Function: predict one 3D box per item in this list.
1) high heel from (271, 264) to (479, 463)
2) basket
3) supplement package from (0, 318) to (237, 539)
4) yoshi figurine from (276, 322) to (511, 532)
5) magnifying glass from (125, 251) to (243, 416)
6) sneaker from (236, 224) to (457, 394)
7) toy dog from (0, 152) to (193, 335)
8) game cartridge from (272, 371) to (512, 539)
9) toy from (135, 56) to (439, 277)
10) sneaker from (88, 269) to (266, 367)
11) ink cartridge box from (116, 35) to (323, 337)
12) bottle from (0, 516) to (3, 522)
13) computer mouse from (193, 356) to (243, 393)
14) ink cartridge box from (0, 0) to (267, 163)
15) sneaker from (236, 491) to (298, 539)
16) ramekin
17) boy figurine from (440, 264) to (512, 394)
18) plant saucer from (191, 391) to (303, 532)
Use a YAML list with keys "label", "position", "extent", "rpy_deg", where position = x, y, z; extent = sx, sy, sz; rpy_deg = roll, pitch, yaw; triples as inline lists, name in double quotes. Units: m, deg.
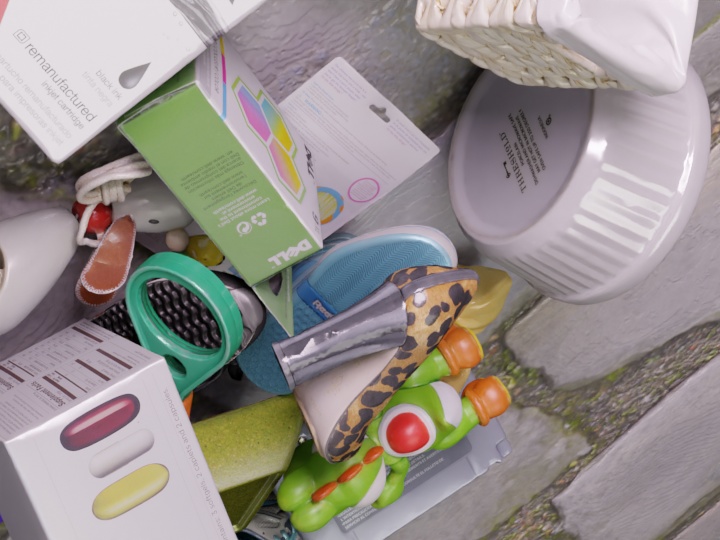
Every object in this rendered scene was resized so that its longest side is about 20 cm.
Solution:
- label: "high heel"
  position: [0.023, 0.067, 1.069]
  extent: [0.141, 0.072, 0.200]
  rpy_deg: [-25, 155, -4]
- label: "basket"
  position: [0.126, -0.217, 0.941]
  extent: [0.135, 0.123, 0.202]
  rpy_deg: [18, 79, -46]
- label: "supplement package"
  position: [-0.163, 0.155, 1.002]
  extent: [0.110, 0.155, 0.202]
  rpy_deg: [-28, 109, -22]
- label: "yoshi figurine"
  position: [0.012, 0.128, 1.219]
  extent: [0.199, 0.112, 0.112]
  rpy_deg: [-35, 147, -18]
- label: "magnifying glass"
  position: [-0.120, 0.064, 1.013]
  extent: [0.022, 0.079, 0.201]
  rpy_deg: [-51, 164, -38]
- label: "sneaker"
  position: [0.000, 0.000, 1.137]
  extent: [0.199, 0.131, 0.080]
  rpy_deg: [-30, 107, 33]
- label: "toy dog"
  position: [-0.194, 0.006, 1.003]
  extent: [0.198, 0.097, 0.132]
  rpy_deg: [-22, 178, 3]
- label: "game cartridge"
  position: [0.019, 0.151, 1.335]
  extent: [0.199, 0.040, 0.134]
  rpy_deg: [-31, 105, -10]
- label: "toy"
  position: [-0.058, -0.067, 1.090]
  extent: [0.199, 0.047, 0.115]
  rpy_deg: [-38, 131, 17]
- label: "sneaker"
  position: [-0.124, 0.031, 1.080]
  extent: [0.199, 0.070, 0.090]
  rpy_deg: [-21, -168, 43]
- label: "ink cartridge box"
  position: [-0.073, -0.063, 0.991]
  extent: [0.059, 0.104, 0.200]
  rpy_deg: [-27, 126, 15]
- label: "bottle"
  position: [-0.318, 0.162, 1.133]
  extent: [0.198, 0.065, 0.084]
  rpy_deg: [-3, 132, -34]
- label: "computer mouse"
  position: [-0.148, 0.111, 1.206]
  extent: [0.140, 0.046, 0.200]
  rpy_deg: [-38, 162, -12]
- label: "ink cartridge box"
  position: [-0.137, -0.182, 0.854]
  extent: [0.199, 0.084, 0.145]
  rpy_deg: [-37, 124, 3]
- label: "sneaker"
  position: [-0.084, 0.224, 1.357]
  extent: [0.198, 0.087, 0.078]
  rpy_deg: [-3, 134, -34]
- label: "ramekin"
  position: [0.146, -0.083, 1.117]
  extent: [0.094, 0.203, 0.203]
  rpy_deg: [18, 120, -33]
- label: "boy figurine"
  position: [0.038, 0.061, 1.277]
  extent: [0.200, 0.064, 0.124]
  rpy_deg: [-44, 103, -5]
- label: "plant saucer"
  position: [-0.142, 0.176, 1.190]
  extent: [0.198, 0.048, 0.200]
  rpy_deg: [-16, 158, -26]
